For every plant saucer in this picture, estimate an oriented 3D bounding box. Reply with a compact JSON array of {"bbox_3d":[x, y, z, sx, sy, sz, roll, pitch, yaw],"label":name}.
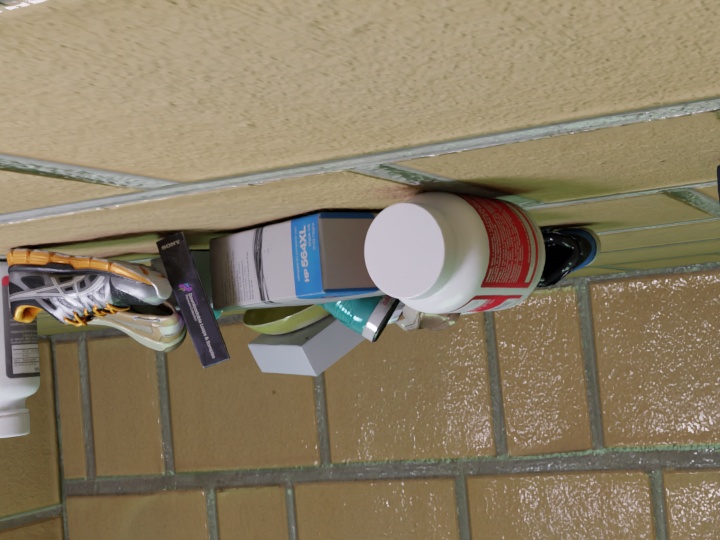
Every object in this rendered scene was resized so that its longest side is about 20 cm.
[{"bbox_3d":[-0.068,0.035,1.672,0.198,0.031,0.200,-26,-165,7],"label":"plant saucer"}]

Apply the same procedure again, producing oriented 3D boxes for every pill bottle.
[{"bbox_3d":[-0.436,0.095,1.443,0.109,0.203,0.111,-4,176,0],"label":"pill bottle"},{"bbox_3d":[0.089,-0.017,1.161,0.111,0.114,0.199,-7,176,31],"label":"pill bottle"}]

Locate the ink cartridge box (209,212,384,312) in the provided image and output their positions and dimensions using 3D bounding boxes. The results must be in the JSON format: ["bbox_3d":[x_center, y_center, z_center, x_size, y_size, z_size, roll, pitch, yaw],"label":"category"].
[{"bbox_3d":[-0.050,-0.008,1.311,0.145,0.086,0.199,-3,176,-42],"label":"ink cartridge box"}]

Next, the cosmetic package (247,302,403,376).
[{"bbox_3d":[-0.036,0.067,1.664,0.199,0.052,0.150,-36,-165,-28],"label":"cosmetic package"}]

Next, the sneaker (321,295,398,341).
[{"bbox_3d":[0.000,0.000,1.496,0.120,0.084,0.200,29,-148,3],"label":"sneaker"}]

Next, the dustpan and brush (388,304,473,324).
[{"bbox_3d":[0.108,0.025,1.586,0.197,0.058,0.140,-15,141,11],"label":"dustpan and brush"}]

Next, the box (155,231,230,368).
[{"bbox_3d":[-0.186,0.038,1.366,0.036,0.145,0.200,-21,178,-9],"label":"box"}]

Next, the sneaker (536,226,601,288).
[{"bbox_3d":[0.223,-0.012,1.679,0.198,0.078,0.111,-12,180,27],"label":"sneaker"}]

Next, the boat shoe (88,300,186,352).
[{"bbox_3d":[-0.299,0.027,1.470,0.197,0.072,0.077,18,146,11],"label":"boat shoe"}]

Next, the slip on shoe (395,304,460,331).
[{"bbox_3d":[0.087,0.043,1.457,0.060,0.077,0.200,30,172,3],"label":"slip on shoe"}]

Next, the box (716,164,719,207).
[{"bbox_3d":[0.422,-0.060,1.021,0.197,0.106,0.182,-5,175,-1],"label":"box"}]

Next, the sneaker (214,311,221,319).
[{"bbox_3d":[-0.261,0.051,1.923,0.120,0.085,0.199,4,179,-38],"label":"sneaker"}]

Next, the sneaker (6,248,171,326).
[{"bbox_3d":[-0.287,0.023,1.287,0.197,0.078,0.078,5,175,25],"label":"sneaker"}]

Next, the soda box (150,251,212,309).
[{"bbox_3d":[-0.170,0.011,1.574,0.198,0.069,0.063,-3,173,-45],"label":"soda box"}]
